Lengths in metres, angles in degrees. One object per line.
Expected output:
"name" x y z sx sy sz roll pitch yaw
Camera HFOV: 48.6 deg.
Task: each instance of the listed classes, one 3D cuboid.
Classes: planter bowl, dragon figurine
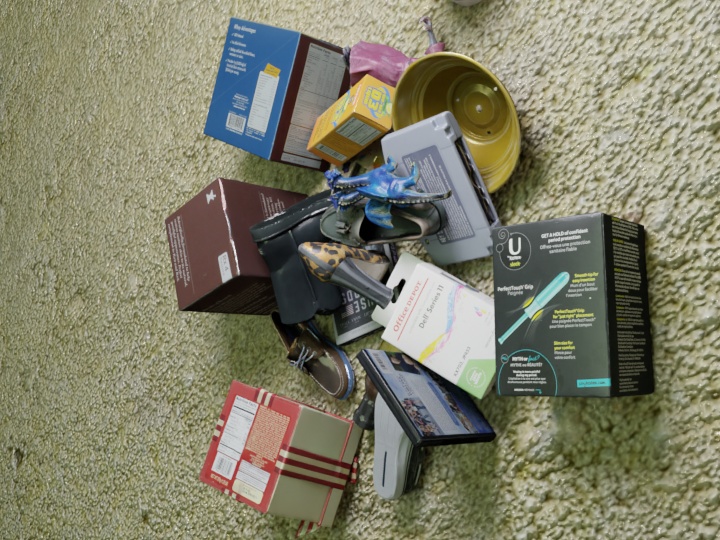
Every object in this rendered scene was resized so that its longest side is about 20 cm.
"planter bowl" 0.145 -0.207 1.082 0.198 0.083 0.204 23 132 29
"dragon figurine" 0.033 -0.097 1.050 0.199 0.099 0.060 33 152 44

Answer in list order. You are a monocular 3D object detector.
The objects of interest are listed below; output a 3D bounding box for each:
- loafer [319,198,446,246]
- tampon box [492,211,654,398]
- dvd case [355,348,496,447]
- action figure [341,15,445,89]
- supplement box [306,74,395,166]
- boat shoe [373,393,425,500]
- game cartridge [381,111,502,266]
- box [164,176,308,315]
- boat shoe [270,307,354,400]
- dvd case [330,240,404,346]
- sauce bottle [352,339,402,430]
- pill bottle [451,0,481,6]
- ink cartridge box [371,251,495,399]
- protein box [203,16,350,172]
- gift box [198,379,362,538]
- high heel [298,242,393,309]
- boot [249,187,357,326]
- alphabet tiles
"loafer" 0.020 -0.068 1.111 0.196 0.063 0.073 -2 112 31
"tampon box" 0.252 0.047 0.953 0.148 0.125 0.205 -6 81 41
"dvd case" 0.090 0.166 1.042 0.018 0.198 0.144 -47 59 20
"action figure" 0.073 -0.279 1.167 0.196 0.135 0.151 14 134 17
"supplement box" -0.013 -0.222 1.200 0.199 0.068 0.068 -18 51 63
"boat shoe" 0.063 0.228 1.151 0.071 0.070 0.205 21 106 42
"game cartridge" 0.109 -0.107 1.097 0.131 0.041 0.203 -13 109 42
"box" -0.189 -0.032 1.323 0.163 0.198 0.169 -27 68 38
"boat shoe" -0.086 0.135 1.296 0.200 0.072 0.073 46 116 35
"dvd case" 0.000 0.000 1.261 0.149 0.024 0.204 -26 68 38
"sauce bottle" 0.046 0.144 1.180 0.065 0.064 0.203 42 115 36
"pill bottle" 0.101 -0.441 1.089 0.114 0.198 0.119 -6 81 40
"ink cartridge box" 0.108 0.068 1.073 0.198 0.067 0.119 30 101 17
"protein box" -0.138 -0.296 1.341 0.197 0.133 0.204 25 103 41
"gift box" -0.124 0.296 1.238 0.182 0.186 0.204 17 83 40
"high heel" -0.029 -0.019 1.135 0.072 0.141 0.200 -57 14 8
"boot" -0.059 -0.024 1.231 0.076 0.197 0.171 22 136 64
"alphabet tiles" 0.037 -0.157 1.228 0.200 0.007 0.170 39 107 44
